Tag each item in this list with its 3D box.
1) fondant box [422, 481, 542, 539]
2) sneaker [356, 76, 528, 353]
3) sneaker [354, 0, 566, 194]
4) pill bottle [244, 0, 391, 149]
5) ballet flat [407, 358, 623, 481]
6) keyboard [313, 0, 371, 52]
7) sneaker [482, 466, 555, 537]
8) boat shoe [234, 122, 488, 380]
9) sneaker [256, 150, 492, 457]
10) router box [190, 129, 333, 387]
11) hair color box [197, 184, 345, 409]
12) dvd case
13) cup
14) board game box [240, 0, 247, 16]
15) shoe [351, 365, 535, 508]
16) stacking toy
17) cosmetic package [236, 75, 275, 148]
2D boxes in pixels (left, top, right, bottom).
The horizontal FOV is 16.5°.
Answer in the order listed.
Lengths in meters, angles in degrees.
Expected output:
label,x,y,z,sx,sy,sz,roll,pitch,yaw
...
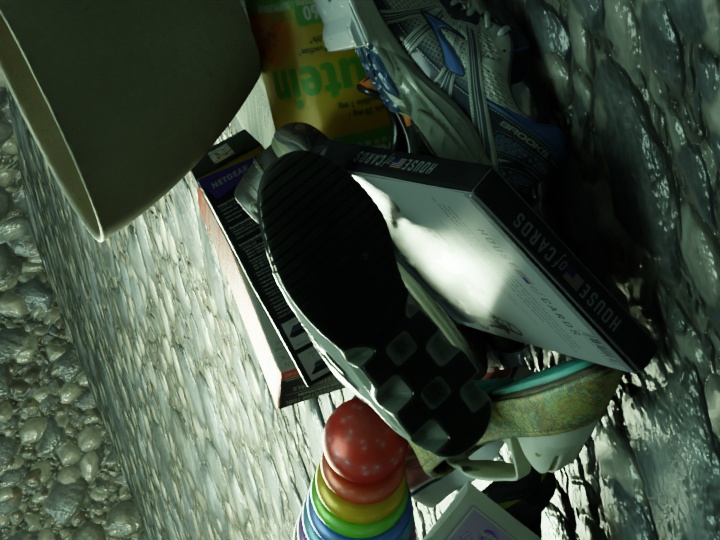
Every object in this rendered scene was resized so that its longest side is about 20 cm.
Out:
label,x,y,z,sx,sy,sz,roll,pitch,yaw
fondant box,0.083,0.235,1.569,0.144,0.058,0.200,38,148,7
sneaker,0.050,-0.039,1.516,0.070,0.090,0.201,-143,39,-69
sneaker,0.051,-0.121,1.430,0.200,0.085,0.077,60,174,17
pill bottle,-0.002,-0.105,1.613,0.111,0.111,0.201,-154,49,-73
ballet flat,0.094,0.090,1.458,0.200,0.071,0.071,-16,90,55
keyboard,-0.015,-0.154,1.426,0.200,0.011,0.056,-145,37,-83
sneaker,0.100,0.188,1.628,0.081,0.074,0.200,46,156,15
boat shoe,0.000,0.000,1.550,0.200,0.073,0.074,50,-164,-1
sneaker,-0.008,0.020,1.420,0.200,0.074,0.088,59,162,-17
router box,-0.059,-0.013,1.706,0.158,0.052,0.200,62,178,-9
hair color box,-0.045,-0.004,1.920,0.064,0.111,0.200,96,154,-60
dvd case,0.063,-0.010,1.386,0.150,0.025,0.200,45,165,-25
cup,-0.148,-0.139,1.584,0.201,0.143,0.200,60,170,18
board game box,-0.109,-0.189,1.768,0.023,0.199,0.105,92,157,-54
shoe,0.044,0.093,1.622,0.091,0.072,0.200,34,155,-2
stacking toy,0.002,0.142,1.606,0.200,0.085,0.086,98,153,-62
cosmetic package,-0.044,-0.124,1.858,0.200,0.071,0.105,-119,19,-46
